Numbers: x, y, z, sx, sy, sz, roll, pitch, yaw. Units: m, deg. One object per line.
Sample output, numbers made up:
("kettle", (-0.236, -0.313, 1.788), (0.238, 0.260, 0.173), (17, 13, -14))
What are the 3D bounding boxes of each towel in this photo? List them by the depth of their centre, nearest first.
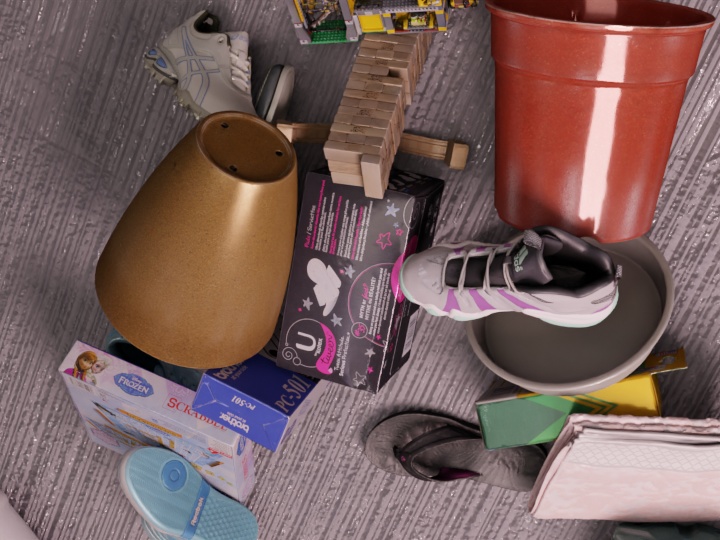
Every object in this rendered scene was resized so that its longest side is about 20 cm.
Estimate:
("towel", (0.275, 0.195, 1.019), (0.199, 0.032, 0.191), (3, 145, -2))

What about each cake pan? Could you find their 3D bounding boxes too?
("cake pan", (0.199, 0.036, 1.018), (0.199, 0.201, 0.037), (-11, 140, 17))

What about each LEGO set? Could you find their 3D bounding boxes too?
("LEGO set", (0.007, -0.297, 0.986), (0.199, 0.116, 0.155), (7, 60, 18))

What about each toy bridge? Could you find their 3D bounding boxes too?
("toy bridge", (0.005, -0.131, 1.071), (0.199, 0.067, 0.027), (6, 106, -9))

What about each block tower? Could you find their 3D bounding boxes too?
("block tower", (0.018, -0.168, 1.008), (0.057, 0.054, 0.201), (9, 61, 13))

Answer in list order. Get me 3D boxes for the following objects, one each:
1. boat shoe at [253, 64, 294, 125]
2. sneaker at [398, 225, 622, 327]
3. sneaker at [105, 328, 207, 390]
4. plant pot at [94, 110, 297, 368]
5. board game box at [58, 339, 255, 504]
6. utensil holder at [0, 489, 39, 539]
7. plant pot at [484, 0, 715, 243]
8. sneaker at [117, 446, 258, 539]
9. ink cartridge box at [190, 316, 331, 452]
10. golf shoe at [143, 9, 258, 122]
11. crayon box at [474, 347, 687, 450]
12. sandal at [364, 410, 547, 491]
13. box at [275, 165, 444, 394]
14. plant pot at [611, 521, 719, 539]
("boat shoe", (-0.127, -0.129, 1.109), (0.062, 0.073, 0.201), (26, 112, 3))
("sneaker", (0.129, -0.006, 0.929), (0.199, 0.140, 0.078), (2, 73, 7))
("sneaker", (-0.207, 0.135, 1.183), (0.200, 0.082, 0.074), (38, 109, 4))
("plant pot", (-0.133, -0.042, 0.988), (0.186, 0.186, 0.200), (35, 132, 5))
("board game box", (-0.212, 0.170, 1.149), (0.199, 0.041, 0.200), (23, 151, 8))
("utensil holder", (-0.430, 0.389, 1.256), (0.170, 0.170, 0.200), (-39, 94, 19))
("plant pot", (0.203, -0.140, 0.968), (0.199, 0.201, 0.196), (8, 112, 12))
("sneaker", (-0.220, 0.258, 1.175), (0.130, 0.080, 0.200), (-5, 138, 42))
("ink cartridge box", (-0.088, 0.109, 1.084), (0.094, 0.200, 0.044), (26, 110, 8))
("golf shoe", (-0.140, -0.195, 1.062), (0.097, 0.078, 0.200), (-49, 54, 7))
("crayon box", (0.222, 0.126, 1.044), (0.199, 0.126, 0.052), (-13, 90, 17))
("sandal", (0.099, 0.195, 1.135), (0.199, 0.048, 0.076), (5, 103, 13))
("box", (0.000, 0.000, 1.074), (0.114, 0.132, 0.201), (15, 105, 14))
("plant pot", (0.313, 0.362, 1.052), (0.199, 0.200, 0.198), (7, 97, 13))
